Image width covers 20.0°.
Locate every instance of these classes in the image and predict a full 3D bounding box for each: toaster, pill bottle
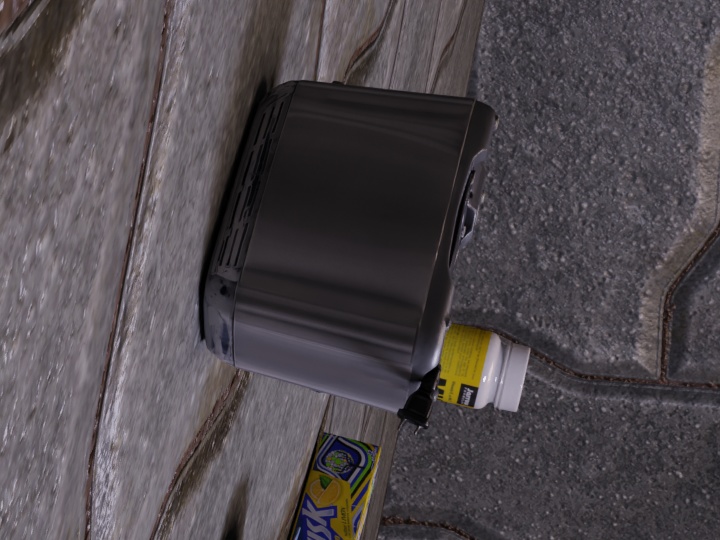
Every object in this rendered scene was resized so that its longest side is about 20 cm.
[{"bbox_3d":[-0.006,-0.010,1.091,0.114,0.128,0.201,93,10,-62],"label":"toaster"},{"bbox_3d":[0.136,0.133,2.903,0.114,0.199,0.115,13,90,-85],"label":"pill bottle"}]

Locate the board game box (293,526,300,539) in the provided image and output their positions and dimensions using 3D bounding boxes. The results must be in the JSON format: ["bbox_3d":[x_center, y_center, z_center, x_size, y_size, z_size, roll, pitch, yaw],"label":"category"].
[{"bbox_3d":[-0.093,0.272,1.443,0.158,0.039,0.201,106,4,-70],"label":"board game box"}]

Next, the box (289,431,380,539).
[{"bbox_3d":[-0.034,0.259,1.982,0.070,0.064,0.201,99,5,-48],"label":"box"}]

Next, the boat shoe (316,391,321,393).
[{"bbox_3d":[0.000,0.000,1.573,0.091,0.070,0.201,-72,177,-88],"label":"boat shoe"}]
